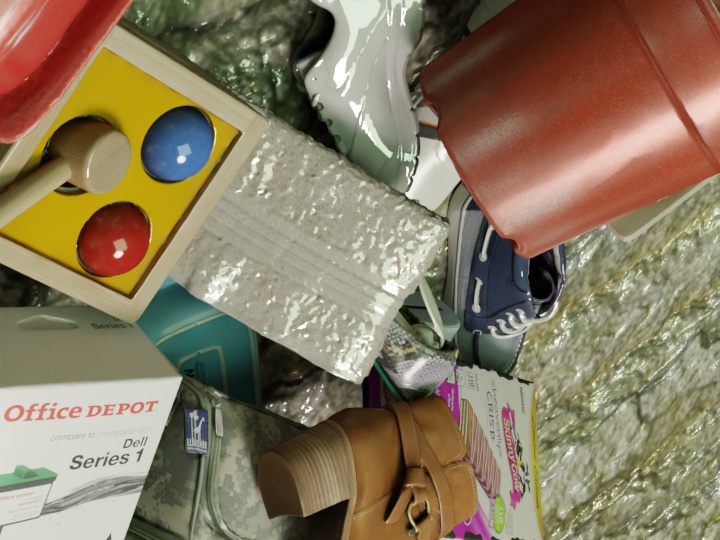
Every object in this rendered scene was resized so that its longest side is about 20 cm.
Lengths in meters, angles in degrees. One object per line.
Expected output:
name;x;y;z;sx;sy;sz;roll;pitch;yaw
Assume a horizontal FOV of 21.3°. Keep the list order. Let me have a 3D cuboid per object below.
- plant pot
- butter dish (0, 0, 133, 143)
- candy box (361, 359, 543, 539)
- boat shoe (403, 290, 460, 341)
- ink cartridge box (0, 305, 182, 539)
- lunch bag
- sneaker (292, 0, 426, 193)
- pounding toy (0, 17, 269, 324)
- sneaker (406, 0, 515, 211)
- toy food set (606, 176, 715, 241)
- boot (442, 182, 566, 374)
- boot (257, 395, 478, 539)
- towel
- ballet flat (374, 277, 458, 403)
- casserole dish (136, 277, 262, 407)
plant pot;0.157;-0.118;1.268;0.195;0.201;0.201;-29;139;14
butter dish;-0.208;-0.191;0.990;0.200;0.148;0.200;37;93;-7
candy box;0.073;0.142;1.460;0.200;0.061;0.137;19;66;-61
boat shoe;-0.005;0.048;1.429;0.199;0.072;0.062;9;117;-44
ink cartridge box;-0.215;0.128;1.202;0.146;0.084;0.201;-2;123;-42
lunch bag;-0.095;0.173;1.342;0.200;0.139;0.168;25;82;-48
sneaker;-0.007;-0.126;1.321;0.087;0.075;0.201;-11;119;-20
pounding toy;-0.182;-0.064;1.149;0.200;0.142;0.184;30;97;-47
sneaker;0.087;-0.118;1.386;0.074;0.080;0.200;24;103;-48
toy food set;0.240;-0.132;1.514;0.143;0.060;0.200;-36;137;-15
boot;0.114;0.027;1.497;0.073;0.090;0.201;-27;132;-23
boot;0.014;0.190;1.306;0.155;0.077;0.201;-16;94;-39
towel;-0.052;-0.027;1.283;0.199;0.034;0.133;30;97;-7
ballet flat;0.000;0.000;1.341;0.072;0.072;0.201;-40;98;-11
casserole dish;-0.122;0.089;1.381;0.121;0.039;0.201;-23;130;-27
